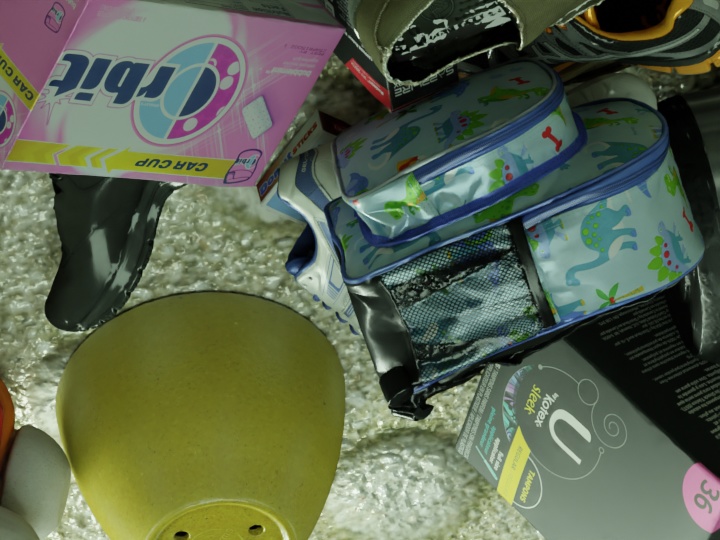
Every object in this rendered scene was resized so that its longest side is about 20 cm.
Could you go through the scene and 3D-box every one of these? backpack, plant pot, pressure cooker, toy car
[{"bbox_3d":[0.083,-0.034,1.313,0.200,0.183,0.147,-19,108,2],"label":"backpack"},{"bbox_3d":[-0.100,0.135,1.555,0.200,0.142,0.200,-6,132,-6],"label":"plant pot"},{"bbox_3d":[0.287,-0.041,1.448,0.200,0.176,0.179,-11,125,-2],"label":"pressure cooker"},{"bbox_3d":[-0.279,0.129,1.484,0.175,0.200,0.150,11,125,-1],"label":"toy car"}]

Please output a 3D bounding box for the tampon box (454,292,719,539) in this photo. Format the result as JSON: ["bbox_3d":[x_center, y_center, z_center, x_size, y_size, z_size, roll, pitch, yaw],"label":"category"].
[{"bbox_3d":[0.187,0.111,1.525,0.126,0.200,0.150,-20,141,-38],"label":"tampon box"}]

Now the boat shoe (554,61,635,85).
[{"bbox_3d":[0.184,-0.164,1.402,0.200,0.072,0.072,-29,160,12],"label":"boat shoe"}]

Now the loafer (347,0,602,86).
[{"bbox_3d":[0.088,-0.144,1.174,0.200,0.070,0.075,-26,130,21],"label":"loafer"}]

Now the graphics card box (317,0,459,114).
[{"bbox_3d":[-0.002,-0.202,1.282,0.051,0.125,0.200,-24,134,-16],"label":"graphics card box"}]

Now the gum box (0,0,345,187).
[{"bbox_3d":[-0.111,-0.113,1.277,0.200,0.066,0.114,2,128,-47],"label":"gum box"}]

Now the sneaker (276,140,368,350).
[{"bbox_3d":[0.000,0.000,1.475,0.088,0.075,0.200,-9,123,7],"label":"sneaker"}]

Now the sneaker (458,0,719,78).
[{"bbox_3d":[0.118,-0.153,1.343,0.200,0.078,0.077,-2,171,23],"label":"sneaker"}]

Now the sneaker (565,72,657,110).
[{"bbox_3d":[0.113,-0.051,1.446,0.076,0.081,0.200,39,117,-2],"label":"sneaker"}]

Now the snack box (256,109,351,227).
[{"bbox_3d":[0.035,-0.035,1.507,0.200,0.024,0.072,24,124,-28],"label":"snack box"}]

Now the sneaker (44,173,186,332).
[{"bbox_3d":[-0.159,-0.051,1.435,0.091,0.076,0.200,20,116,-18],"label":"sneaker"}]
